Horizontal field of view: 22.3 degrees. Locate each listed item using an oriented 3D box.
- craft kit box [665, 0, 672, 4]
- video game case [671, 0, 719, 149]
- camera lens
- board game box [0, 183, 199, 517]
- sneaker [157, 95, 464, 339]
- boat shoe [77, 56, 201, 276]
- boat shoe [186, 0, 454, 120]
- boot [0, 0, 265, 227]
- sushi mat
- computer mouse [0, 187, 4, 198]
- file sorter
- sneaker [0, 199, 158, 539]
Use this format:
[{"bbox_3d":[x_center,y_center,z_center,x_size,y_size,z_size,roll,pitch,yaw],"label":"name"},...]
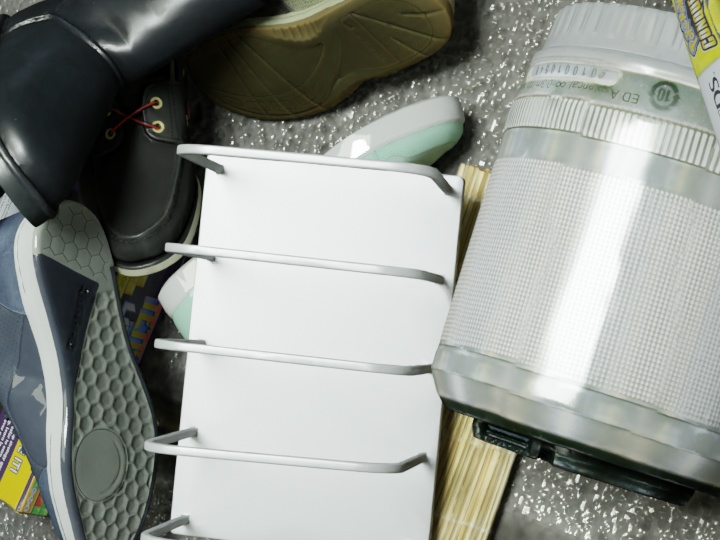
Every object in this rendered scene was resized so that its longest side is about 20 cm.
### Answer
[{"bbox_3d":[0.166,-0.237,0.876,0.196,0.049,0.201,30,96,-5],"label":"craft kit box"},{"bbox_3d":[0.216,-0.110,0.793,0.025,0.198,0.182,-43,53,49],"label":"video game case"},{"bbox_3d":[0.130,-0.004,0.842,0.159,0.159,0.202,16,87,37],"label":"camera lens"},{"bbox_3d":[-0.208,0.030,1.139,0.164,0.057,0.202,25,92,35],"label":"board game box"},{"bbox_3d":[0.000,0.000,1.002,0.200,0.074,0.119,-38,81,6],"label":"sneaker"},{"bbox_3d":[-0.135,-0.083,1.070,0.073,0.063,0.203,-9,48,2],"label":"boat shoe"},{"bbox_3d":[-0.018,-0.142,1.047,0.200,0.072,0.066,-14,40,45],"label":"boat shoe"},{"bbox_3d":[-0.130,-0.125,0.994,0.167,0.077,0.201,-30,30,8],"label":"boot"},{"bbox_3d":[0.059,0.046,0.972,0.095,0.012,0.202,19,90,35],"label":"sushi mat"},{"bbox_3d":[-0.236,-0.108,1.036,0.046,0.141,0.200,-29,20,9],"label":"computer mouse"},{"bbox_3d":[-0.030,0.044,0.906,0.137,0.125,0.203,6,89,8],"label":"file sorter"},{"bbox_3d":[-0.195,0.067,1.045,0.145,0.077,0.205,-6,95,39],"label":"sneaker"}]
